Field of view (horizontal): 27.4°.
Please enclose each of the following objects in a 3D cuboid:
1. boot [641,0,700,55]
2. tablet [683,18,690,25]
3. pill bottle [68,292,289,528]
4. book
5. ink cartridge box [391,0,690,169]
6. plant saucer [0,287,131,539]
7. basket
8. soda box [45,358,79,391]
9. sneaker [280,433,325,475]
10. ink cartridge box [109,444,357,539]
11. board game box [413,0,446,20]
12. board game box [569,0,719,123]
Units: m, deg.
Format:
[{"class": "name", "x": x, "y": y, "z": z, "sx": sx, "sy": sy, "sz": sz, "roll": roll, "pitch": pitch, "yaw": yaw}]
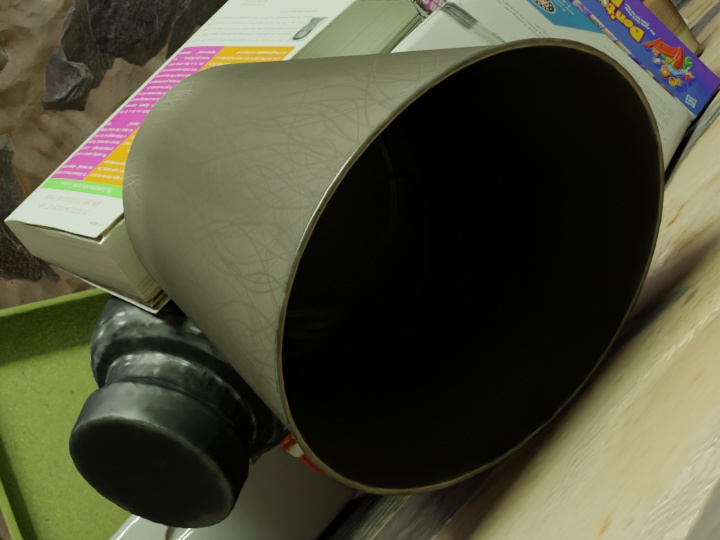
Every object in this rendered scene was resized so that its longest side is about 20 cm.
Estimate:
[{"class": "boot", "x": 0.149, "y": -0.176, "z": 1.151, "sx": 0.200, "sy": 0.166, "sz": 0.072, "roll": -45, "pitch": 5, "yaw": 43}, {"class": "tablet", "x": 0.224, "y": -0.151, "z": 1.374, "sx": 0.130, "sy": 0.014, "sz": 0.200, "roll": -48, "pitch": 2, "yaw": -27}, {"class": "pill bottle", "x": -0.070, "y": 0.023, "z": 0.752, "sx": 0.112, "sy": 0.111, "sz": 0.202, "roll": -45, "pitch": 19, "yaw": 48}, {"class": "book", "x": -0.078, "y": -0.078, "z": 0.742, "sx": 0.200, "sy": 0.048, "sz": 0.133, "roll": -48, "pitch": 32, "yaw": -18}, {"class": "ink cartridge box", "x": 0.078, "y": -0.067, "z": 0.773, "sx": 0.084, "sy": 0.145, "sz": 0.200, "roll": -46, "pitch": 2, "yaw": 35}, {"class": "plant saucer", "x": -0.176, "y": 0.114, "z": 1.037, "sx": 0.198, "sy": 0.202, "sz": 0.048, "roll": -13, "pitch": -22, "yaw": -33}, {"class": "basket", "x": -0.006, "y": -0.020, "z": 0.593, "sx": 0.180, "sy": 0.137, "sz": 0.199, "roll": -44, "pitch": 30, "yaw": -16}, {"class": "soda box", "x": -0.173, "y": 0.152, "z": 1.094, "sx": 0.063, "sy": 0.200, "sz": 0.070, "roll": -47, "pitch": 1, "yaw": -38}, {"class": "sneaker", "x": 0.014, "y": 0.035, "z": 0.828, "sx": 0.073, "sy": 0.077, "sz": 0.202, "roll": -43, "pitch": 21, "yaw": 52}, {"class": "ink cartridge box", "x": -0.092, "y": 0.158, "z": 0.871, "sx": 0.144, "sy": 0.084, "sz": 0.200, "roll": -47, "pitch": 0, "yaw": -16}, {"class": "board game box", "x": 0.001, "y": -0.144, "z": 1.143, "sx": 0.096, "sy": 0.159, "sz": 0.202, "roll": -10, "pitch": 49, "yaw": 50}, {"class": "board game box", "x": 0.110, "y": -0.100, "z": 0.930, "sx": 0.045, "sy": 0.134, "sz": 0.200, "roll": -46, "pitch": 0, "yaw": -40}]
